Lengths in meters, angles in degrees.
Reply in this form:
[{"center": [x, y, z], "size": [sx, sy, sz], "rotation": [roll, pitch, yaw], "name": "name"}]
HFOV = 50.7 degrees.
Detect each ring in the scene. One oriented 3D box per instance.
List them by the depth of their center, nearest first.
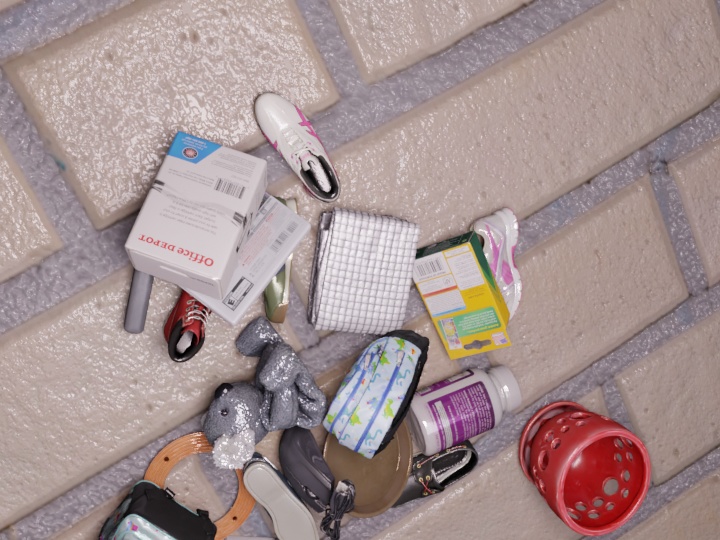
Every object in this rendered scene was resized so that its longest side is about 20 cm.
[{"center": [-0.271, 0.370, 1.291], "size": [0.195, 0.019, 0.206], "rotation": [-3, 100, -16], "name": "ring"}]

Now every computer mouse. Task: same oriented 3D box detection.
[{"center": [-0.086, 0.336, 1.252], "size": [0.052, 0.201, 0.141], "rotation": [-10, 134, -33], "name": "computer mouse"}]

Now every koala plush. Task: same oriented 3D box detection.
[{"center": [-0.167, 0.220, 1.219], "size": [0.199, 0.177, 0.186], "rotation": [-39, 119, -11], "name": "koala plush"}]

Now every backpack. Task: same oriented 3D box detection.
[{"center": [-0.344, 0.468, 1.208], "size": [0.174, 0.155, 0.200], "rotation": [36, 116, -18], "name": "backpack"}, {"center": [0.024, 0.206, 1.235], "size": [0.151, 0.203, 0.164], "rotation": [22, 136, -11], "name": "backpack"}]

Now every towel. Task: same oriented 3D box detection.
[{"center": [0.000, 0.000, 1.272], "size": [0.161, 0.086, 0.205], "rotation": [6, 100, -16], "name": "towel"}]

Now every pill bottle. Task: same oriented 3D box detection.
[{"center": [0.183, 0.243, 1.358], "size": [0.196, 0.112, 0.115], "rotation": [-20, 106, -12], "name": "pill bottle"}]

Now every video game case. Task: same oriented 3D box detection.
[{"center": [-0.202, -0.045, 1.159], "size": [0.180, 0.023, 0.201], "rotation": [35, 68, 6], "name": "video game case"}]

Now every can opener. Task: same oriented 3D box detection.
[{"center": [-0.320, -0.001, 1.187], "size": [0.065, 0.053, 0.205], "rotation": [10, 98, -18], "name": "can opener"}]

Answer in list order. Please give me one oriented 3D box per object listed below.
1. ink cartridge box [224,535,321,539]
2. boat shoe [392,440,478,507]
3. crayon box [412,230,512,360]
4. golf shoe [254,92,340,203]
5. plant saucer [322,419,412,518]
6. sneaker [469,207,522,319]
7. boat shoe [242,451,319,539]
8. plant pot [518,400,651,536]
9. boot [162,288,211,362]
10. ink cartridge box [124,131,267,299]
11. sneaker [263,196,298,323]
[{"center": [-0.149, 0.554, 1.328], "size": [0.195, 0.086, 0.150], "rotation": [10, 97, -17], "name": "ink cartridge box"}, {"center": [0.124, 0.373, 1.392], "size": [0.198, 0.063, 0.075], "rotation": [-29, 109, -9], "name": "boat shoe"}, {"center": [0.176, 0.046, 1.316], "size": [0.123, 0.052, 0.203], "rotation": [-16, 109, 29], "name": "crayon box"}, {"center": [-0.093, -0.197, 1.200], "size": [0.072, 0.092, 0.201], "rotation": [-39, 107, -5], "name": "golf shoe"}, {"center": [0.010, 0.326, 1.330], "size": [0.196, 0.029, 0.206], "rotation": [4, 83, -36], "name": "plant saucer"}, {"center": [0.231, -0.006, 1.348], "size": [0.086, 0.081, 0.206], "rotation": [-7, 96, -11], "name": "sneaker"}, {"center": [-0.135, 0.397, 1.297], "size": [0.074, 0.062, 0.201], "rotation": [-36, 107, 4], "name": "boat shoe"}, {"center": [0.405, 0.357, 1.410], "size": [0.195, 0.182, 0.206], "rotation": [-3, 101, -16], "name": "plant pot"}, {"center": [-0.240, 0.040, 1.172], "size": [0.071, 0.144, 0.203], "rotation": [27, 91, -19], "name": "boot"}, {"center": [-0.234, -0.080, 1.110], "size": [0.143, 0.085, 0.204], "rotation": [19, 67, 1], "name": "ink cartridge box"}, {"center": [-0.156, -0.020, 1.230], "size": [0.088, 0.067, 0.206], "rotation": [6, 93, -17], "name": "sneaker"}]
